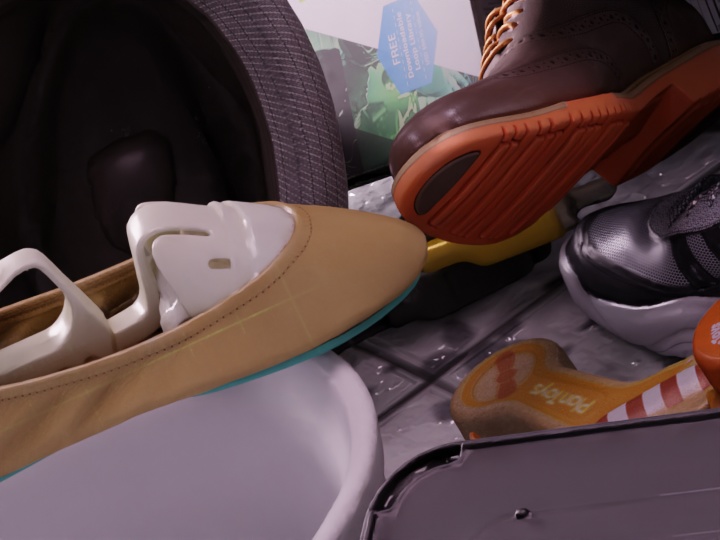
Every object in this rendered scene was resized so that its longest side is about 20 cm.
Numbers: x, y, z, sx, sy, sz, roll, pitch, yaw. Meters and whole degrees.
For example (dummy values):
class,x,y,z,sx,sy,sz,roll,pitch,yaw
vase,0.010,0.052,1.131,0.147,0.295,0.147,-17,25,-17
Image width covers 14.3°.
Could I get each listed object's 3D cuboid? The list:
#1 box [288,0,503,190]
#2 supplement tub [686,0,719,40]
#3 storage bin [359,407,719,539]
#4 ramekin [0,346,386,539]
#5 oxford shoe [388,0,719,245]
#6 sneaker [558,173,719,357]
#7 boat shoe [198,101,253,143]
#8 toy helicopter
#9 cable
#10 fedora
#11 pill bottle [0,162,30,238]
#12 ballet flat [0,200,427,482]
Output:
class,x,y,z,sx,sy,sz,roll,pitch,yaw
box,-0.013,-0.104,1.122,0.036,0.145,0.200,-7,-7,-38
supplement tub,0.112,-0.132,1.147,0.199,0.123,0.123,-11,31,21
storage bin,0.099,0.115,0.749,0.199,0.094,0.136,-9,45,25
ramekin,-0.073,0.114,0.899,0.200,0.098,0.201,-17,30,10
oxford shoe,0.060,-0.062,0.995,0.071,0.073,0.200,-45,-14,31
sneaker,0.137,-0.034,0.969,0.200,0.114,0.075,3,37,45
boat shoe,-0.105,-0.049,1.160,0.199,0.073,0.065,-14,51,37
toy helicopter,0.081,0.061,0.925,0.132,0.079,0.200,-43,22,-15
cable,0.000,0.000,1.084,0.199,0.050,0.097,-26,25,-4
fedora,-0.089,-0.039,1.042,0.176,0.201,0.090,-17,6,9
pill bottle,-0.211,0.016,1.147,0.199,0.111,0.111,-3,35,32
ballet flat,-0.076,0.015,0.899,0.199,0.063,0.069,-25,29,-5
